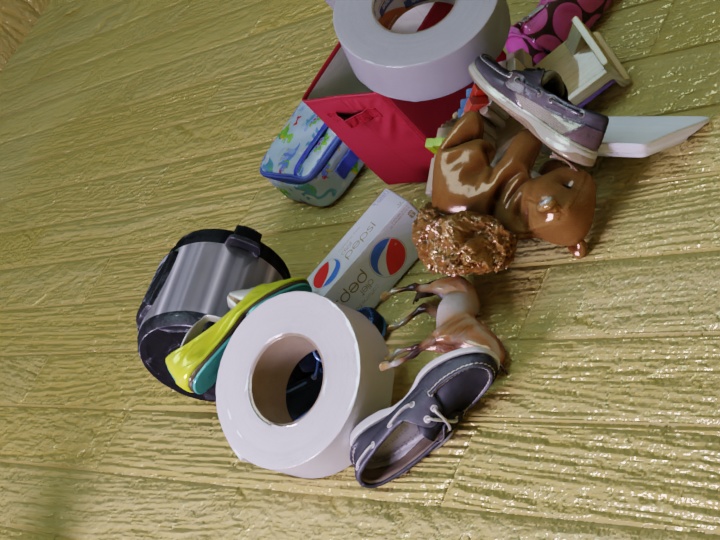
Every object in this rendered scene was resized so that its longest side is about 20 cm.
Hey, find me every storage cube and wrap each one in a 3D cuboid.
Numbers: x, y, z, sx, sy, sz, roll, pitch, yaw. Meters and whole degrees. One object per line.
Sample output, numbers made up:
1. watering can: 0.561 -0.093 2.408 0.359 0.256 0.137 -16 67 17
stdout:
1. storage cube: 0.069 -0.228 1.760 0.171 0.180 0.200 3 57 53

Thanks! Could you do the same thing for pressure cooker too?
1. pressure cooker: -0.180 0.046 1.765 0.175 0.179 0.201 -10 46 29

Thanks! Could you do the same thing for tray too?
1. tray: 0.275 -0.145 1.516 0.107 0.022 0.200 -21 16 -30

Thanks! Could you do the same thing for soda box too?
1. soda box: 0.000 0.000 1.688 0.200 0.068 0.064 -49 30 -2

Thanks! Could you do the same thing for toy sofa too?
1. toy sofa: 0.219 -0.197 1.644 0.200 0.098 0.083 -37 56 17

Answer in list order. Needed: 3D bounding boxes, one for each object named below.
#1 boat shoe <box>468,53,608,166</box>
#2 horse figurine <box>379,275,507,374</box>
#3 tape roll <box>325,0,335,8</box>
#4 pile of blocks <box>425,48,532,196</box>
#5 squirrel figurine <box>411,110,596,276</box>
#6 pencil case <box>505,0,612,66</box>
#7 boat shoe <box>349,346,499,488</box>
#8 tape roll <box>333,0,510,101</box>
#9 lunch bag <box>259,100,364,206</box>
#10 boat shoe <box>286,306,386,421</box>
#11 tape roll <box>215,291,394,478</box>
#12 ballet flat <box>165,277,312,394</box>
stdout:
1. boat shoe: 0.194 -0.186 1.490 0.065 0.072 0.200 -57 47 17
2. horse figurine: 0.088 0.055 1.512 0.132 0.050 0.200 -16 30 12
3. tape roll: 0.017 -0.399 1.993 0.066 0.200 0.200 -50 30 -7
4. pile of blocks: 0.124 -0.178 1.602 0.082 0.062 0.200 31 91 38
5. squirrel figurine: 0.158 -0.056 1.499 0.200 0.142 0.186 -47 42 -16
6. pencil case: 0.263 -0.342 1.731 0.091 0.094 0.200 15 66 53
7. boat shoe: 0.065 0.153 1.418 0.200 0.074 0.060 -37 31 23
8. tape roll: 0.072 -0.296 1.617 0.199 0.066 0.201 -10 56 14
9. lunch bag: -0.041 -0.191 1.960 0.200 0.082 0.161 -55 33 -11
10. boat shoe: -0.056 0.114 1.624 0.200 0.069 0.084 -45 30 3
11. tape roll: -0.064 0.128 1.541 0.202 0.071 0.203 -11 69 31
12. ballet flat: -0.147 0.062 1.622 0.067 0.067 0.200 34 64 32
